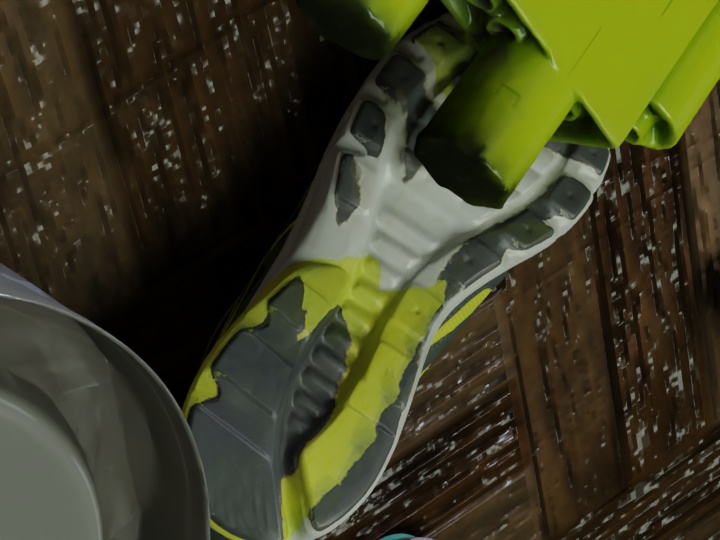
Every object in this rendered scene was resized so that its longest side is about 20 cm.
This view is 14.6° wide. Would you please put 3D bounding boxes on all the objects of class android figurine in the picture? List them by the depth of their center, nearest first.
[{"bbox_3d":[0.062,-0.122,0.786,0.182,0.041,0.200,48,65,-35],"label":"android figurine"}]

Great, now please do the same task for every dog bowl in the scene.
[{"bbox_3d":[-0.140,0.077,0.738,0.199,0.059,0.201,-16,128,-22],"label":"dog bowl"}]

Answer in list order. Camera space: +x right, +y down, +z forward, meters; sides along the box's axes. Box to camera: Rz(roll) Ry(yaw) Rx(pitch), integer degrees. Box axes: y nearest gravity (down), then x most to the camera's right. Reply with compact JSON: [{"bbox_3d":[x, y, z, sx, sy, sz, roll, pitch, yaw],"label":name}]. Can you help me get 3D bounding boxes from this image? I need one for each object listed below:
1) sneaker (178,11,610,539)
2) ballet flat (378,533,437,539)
[{"bbox_3d":[0.000,0.000,0.832,0.074,0.085,0.200,41,65,-5],"label":"sneaker"},{"bbox_3d":[0.027,0.183,0.970,0.072,0.072,0.201,-20,128,-31],"label":"ballet flat"}]
